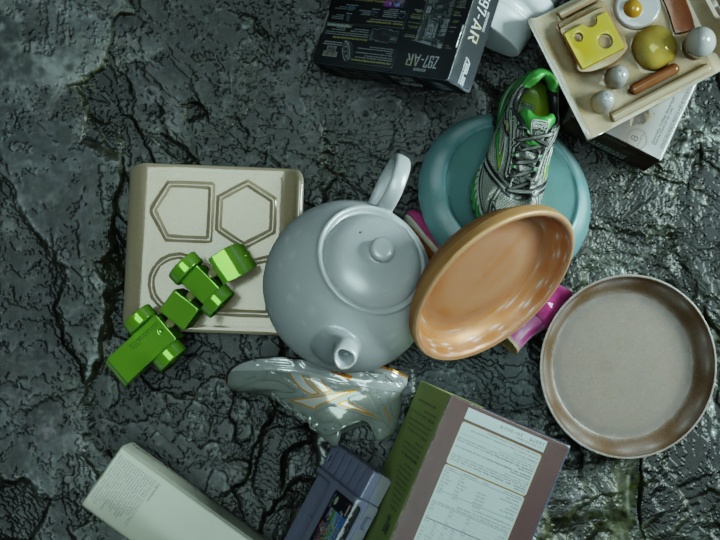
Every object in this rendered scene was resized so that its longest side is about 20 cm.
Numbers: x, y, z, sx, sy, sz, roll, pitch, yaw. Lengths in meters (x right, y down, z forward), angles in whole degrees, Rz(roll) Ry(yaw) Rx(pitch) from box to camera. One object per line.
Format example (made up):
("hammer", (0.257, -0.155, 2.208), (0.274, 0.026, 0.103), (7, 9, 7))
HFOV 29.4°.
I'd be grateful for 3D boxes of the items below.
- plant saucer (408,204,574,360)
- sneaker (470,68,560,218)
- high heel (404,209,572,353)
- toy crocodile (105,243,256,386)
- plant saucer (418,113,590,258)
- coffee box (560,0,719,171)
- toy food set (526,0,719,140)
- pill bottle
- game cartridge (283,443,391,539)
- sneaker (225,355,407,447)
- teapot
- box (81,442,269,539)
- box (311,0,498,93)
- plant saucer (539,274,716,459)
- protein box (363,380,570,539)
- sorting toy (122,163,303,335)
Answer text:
("plant saucer", (0.129, 0.007, 1.402), (0.200, 0.200, 0.037), (-38, 56, -2))
("sneaker", (0.168, -0.125, 1.455), (0.078, 0.085, 0.201), (11, 70, -9))
("high heel", (0.140, -0.010, 1.513), (0.096, 0.067, 0.200), (-41, 81, -16))
("toy crocodile", (-0.195, 0.046, 1.483), (0.067, 0.062, 0.200), (44, 96, 5))
("plant saucer", (0.162, -0.085, 1.500), (0.199, 0.027, 0.201), (4, 71, -11))
("coffee box", (0.315, -0.227, 1.513), (0.113, 0.080, 0.201), (27, 86, 1))
("toy food set", (0.292, -0.246, 1.443), (0.199, 0.060, 0.144), (-27, 87, -3))
("pill bottle", (0.184, -0.344, 1.505), (0.113, 0.114, 0.201), (30, 87, 2))
("game cartridge", (-0.045, 0.290, 1.458), (0.038, 0.130, 0.201), (29, 86, -18))
("sneaker", (-0.050, 0.144, 1.492), (0.199, 0.076, 0.093), (5, 83, 1))
("teapot", (0.000, 0.000, 1.431), (0.197, 0.146, 0.201), (-20, 75, -29))
("box", (-0.196, 0.276, 1.489), (0.200, 0.068, 0.082), (37, 88, 2))
("box", (0.053, -0.282, 1.479), (0.199, 0.043, 0.161), (14, 85, 40))
("plant saucer", (0.291, 0.105, 1.507), (0.199, 0.032, 0.202), (0, 91, -7))
("protein box", (0.098, 0.238, 1.420), (0.134, 0.199, 0.201), (24, 87, -5))
("sorting toy", (-0.163, -0.023, 1.529), (0.199, 0.036, 0.186), (2, 86, 5))
